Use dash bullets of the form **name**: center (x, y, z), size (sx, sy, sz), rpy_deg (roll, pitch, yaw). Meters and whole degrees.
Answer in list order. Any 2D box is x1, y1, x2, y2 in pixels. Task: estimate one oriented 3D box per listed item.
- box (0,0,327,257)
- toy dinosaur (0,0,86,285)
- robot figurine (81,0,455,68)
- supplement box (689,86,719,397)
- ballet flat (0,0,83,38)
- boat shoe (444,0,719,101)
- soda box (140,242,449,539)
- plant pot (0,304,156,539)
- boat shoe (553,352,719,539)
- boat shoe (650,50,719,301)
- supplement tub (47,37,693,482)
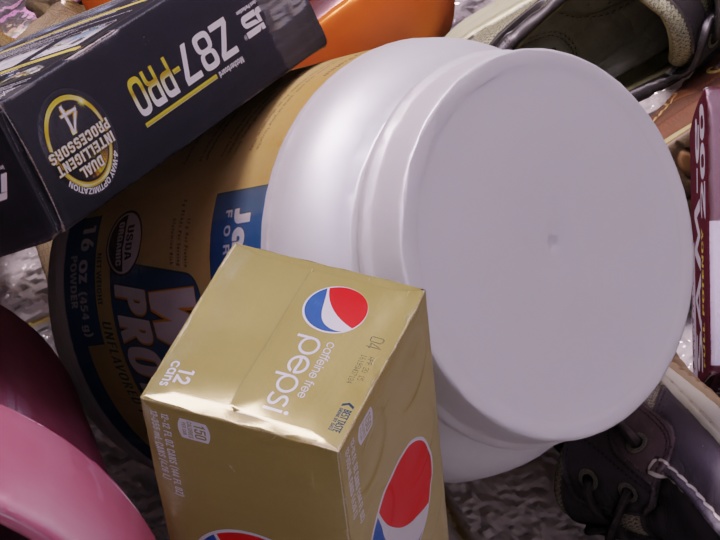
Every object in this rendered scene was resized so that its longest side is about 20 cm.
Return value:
- **box**: center (-0.132, -0.039, 0.833), size (0.200, 0.049, 0.161), rpy_deg (-17, 16, 36)
- **toy dinosaur**: center (-0.131, -0.049, 0.986), size (0.101, 0.058, 0.201), rpy_deg (13, 52, -28)
- **robot figurine**: center (-0.041, -0.135, 1.043), size (0.200, 0.117, 0.144), rpy_deg (52, 36, -4)
- **supplement box**: center (0.220, -0.007, 0.906), size (0.199, 0.061, 0.109), rpy_deg (0, 76, 3)
- **ballet flat**: center (-0.105, -0.142, 1.125), size (0.200, 0.069, 0.071), rpy_deg (-37, 68, -23)
- **boat shoe**: center (0.117, -0.104, 0.988), size (0.200, 0.072, 0.066), rpy_deg (-31, 24, 10)
- **soda box**: center (-0.013, 0.090, 0.777), size (0.064, 0.200, 0.068), rpy_deg (13, 48, 20)
- **plant pot**: center (-0.155, 0.099, 0.811), size (0.199, 0.201, 0.179), rpy_deg (-7, 28, 0)
- **boat shoe**: center (0.097, 0.067, 0.886), size (0.065, 0.072, 0.200), rpy_deg (-29, 48, -8)
- **boat shoe**: center (0.155, -0.052, 1.004), size (0.200, 0.072, 0.068), rpy_deg (-33, 28, -19)
- **supplement tub**: center (0.000, 0.000, 0.857), size (0.145, 0.145, 0.200), rpy_deg (-44, 20, -32)
